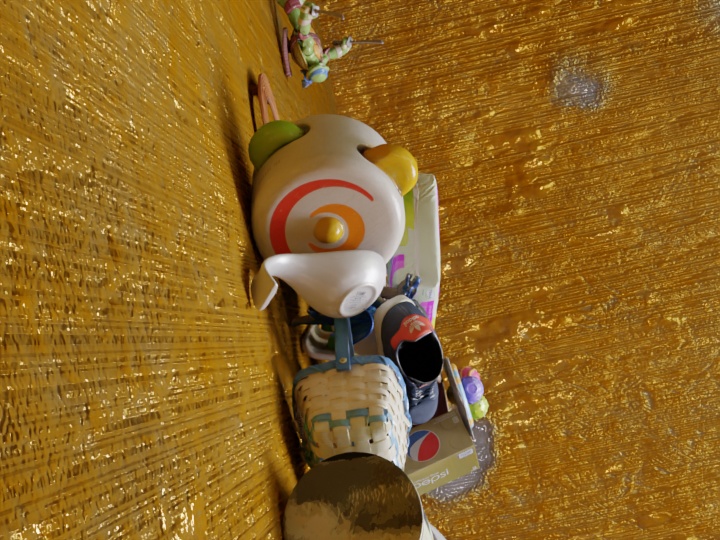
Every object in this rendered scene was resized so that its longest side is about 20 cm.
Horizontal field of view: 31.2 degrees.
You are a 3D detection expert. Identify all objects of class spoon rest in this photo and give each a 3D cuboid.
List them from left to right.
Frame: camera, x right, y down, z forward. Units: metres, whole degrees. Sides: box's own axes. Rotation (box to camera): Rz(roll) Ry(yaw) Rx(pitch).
[{"bbox_3d":[-0.048,0.013,1.464,0.199,0.100,0.061,3,41,-48],"label":"spoon rest"}]

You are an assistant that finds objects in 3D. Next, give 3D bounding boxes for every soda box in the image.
[{"bbox_3d":[0.058,0.270,1.761,0.064,0.198,0.068,74,-9,-50],"label":"soda box"}]

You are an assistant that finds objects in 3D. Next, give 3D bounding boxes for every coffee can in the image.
[{"bbox_3d":[0.008,0.295,1.373,0.200,0.145,0.148,71,8,-62],"label":"coffee can"}]

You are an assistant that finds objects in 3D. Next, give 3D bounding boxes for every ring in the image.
[{"bbox_3d":[-0.124,-0.178,1.822,0.200,0.019,0.203,-12,90,-87],"label":"ring"}]

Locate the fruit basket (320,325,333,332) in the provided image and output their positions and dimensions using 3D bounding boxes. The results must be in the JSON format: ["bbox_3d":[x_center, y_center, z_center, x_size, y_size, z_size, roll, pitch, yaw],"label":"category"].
[{"bbox_3d":[-0.001,0.004,1.968,0.201,0.093,0.186,-58,-150,34],"label":"fruit basket"}]

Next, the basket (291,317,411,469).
[{"bbox_3d":[-0.011,0.161,1.530,0.201,0.137,0.178,-87,169,-56],"label":"basket"}]

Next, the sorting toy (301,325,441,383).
[{"bbox_3d":[0.020,0.108,1.830,0.185,0.198,0.037,-68,169,-83],"label":"sorting toy"}]

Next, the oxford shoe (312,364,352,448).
[{"bbox_3d":[-0.025,0.215,1.667,0.071,0.073,0.202,68,11,-69],"label":"oxford shoe"}]

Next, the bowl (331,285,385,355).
[{"bbox_3d":[0.000,0.000,1.739,0.200,0.074,0.202,-85,175,-62],"label":"bowl"}]

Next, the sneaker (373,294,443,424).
[{"bbox_3d":[0.068,0.127,1.559,0.084,0.075,0.201,42,-23,45],"label":"sneaker"}]

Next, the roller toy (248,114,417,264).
[{"bbox_3d":[-0.037,-0.078,1.530,0.140,0.197,0.184,-96,-170,-56],"label":"roller toy"}]

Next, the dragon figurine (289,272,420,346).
[{"bbox_3d":[-0.011,0.055,1.617,0.099,0.200,0.059,42,37,-11],"label":"dragon figurine"}]

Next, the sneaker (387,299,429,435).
[{"bbox_3d":[0.044,0.135,1.652,0.090,0.066,0.202,-43,147,-58],"label":"sneaker"}]

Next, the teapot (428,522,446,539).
[{"bbox_3d":[0.053,0.435,1.739,0.199,0.146,0.198,28,23,-54],"label":"teapot"}]

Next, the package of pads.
[{"bbox_3d":[0.072,-0.011,1.748,0.155,0.067,0.202,92,-1,-53],"label":"package of pads"}]

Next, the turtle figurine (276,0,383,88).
[{"bbox_3d":[-0.070,-0.449,2.324,0.200,0.143,0.195,-49,-120,40],"label":"turtle figurine"}]

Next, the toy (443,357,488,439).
[{"bbox_3d":[0.153,0.174,1.838,0.200,0.047,0.116,111,-39,-85],"label":"toy"}]

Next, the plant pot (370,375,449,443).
[{"bbox_3d":[0.043,0.220,1.895,0.200,0.177,0.202,-12,90,-87],"label":"plant pot"}]
